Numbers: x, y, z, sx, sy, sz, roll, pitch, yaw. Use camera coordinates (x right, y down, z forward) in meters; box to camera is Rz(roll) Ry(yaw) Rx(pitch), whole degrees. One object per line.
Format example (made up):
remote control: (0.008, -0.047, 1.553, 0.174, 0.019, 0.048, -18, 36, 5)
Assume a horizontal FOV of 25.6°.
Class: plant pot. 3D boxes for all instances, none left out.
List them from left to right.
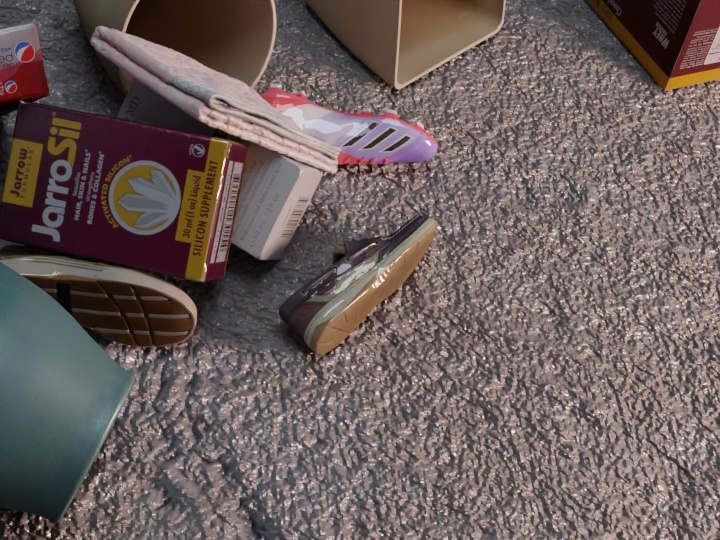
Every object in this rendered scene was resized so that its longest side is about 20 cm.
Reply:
plant pot: (-0.289, 0.099, 1.256, 0.187, 0.200, 0.201, 28, 44, -6)
plant pot: (-0.218, -0.276, 1.661, 0.186, 0.188, 0.200, -20, 39, -30)
plant pot: (0.041, -0.357, 1.792, 0.176, 0.201, 0.200, 29, 45, 30)

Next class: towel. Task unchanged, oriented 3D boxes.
towel: (-0.135, -0.165, 1.512, 0.191, 0.032, 0.199, 35, 11, 40)

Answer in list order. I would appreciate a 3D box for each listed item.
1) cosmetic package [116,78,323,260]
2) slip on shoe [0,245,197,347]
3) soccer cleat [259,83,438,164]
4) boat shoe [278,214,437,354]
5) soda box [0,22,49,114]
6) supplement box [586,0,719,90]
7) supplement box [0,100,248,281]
cosmetic package: (-0.146, -0.100, 1.532, 0.199, 0.102, 0.074, 29, 8, 14)
slip on shoe: (-0.244, 0.018, 1.428, 0.198, 0.076, 0.061, 6, 34, 0)
soccer cleat: (-0.020, -0.134, 1.647, 0.198, 0.067, 0.077, 15, 74, -7)
boat shoe: (0.000, 0.000, 1.506, 0.065, 0.072, 0.200, 36, 54, 14)
soda box: (-0.356, -0.184, 1.511, 0.063, 0.200, 0.071, -13, 94, -24)
supplement box: (0.386, -0.358, 1.861, 0.132, 0.201, 0.198, -13, 51, -25)
supplement box: (-0.215, -0.073, 1.445, 0.198, 0.132, 0.103, 11, 4, 6)
